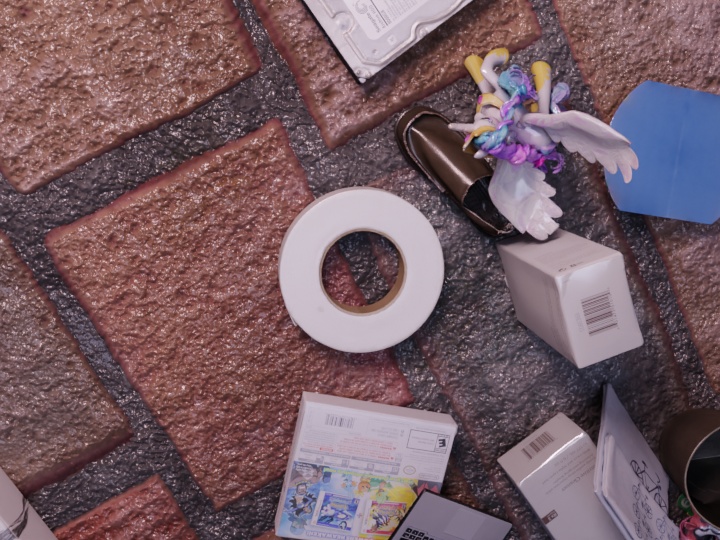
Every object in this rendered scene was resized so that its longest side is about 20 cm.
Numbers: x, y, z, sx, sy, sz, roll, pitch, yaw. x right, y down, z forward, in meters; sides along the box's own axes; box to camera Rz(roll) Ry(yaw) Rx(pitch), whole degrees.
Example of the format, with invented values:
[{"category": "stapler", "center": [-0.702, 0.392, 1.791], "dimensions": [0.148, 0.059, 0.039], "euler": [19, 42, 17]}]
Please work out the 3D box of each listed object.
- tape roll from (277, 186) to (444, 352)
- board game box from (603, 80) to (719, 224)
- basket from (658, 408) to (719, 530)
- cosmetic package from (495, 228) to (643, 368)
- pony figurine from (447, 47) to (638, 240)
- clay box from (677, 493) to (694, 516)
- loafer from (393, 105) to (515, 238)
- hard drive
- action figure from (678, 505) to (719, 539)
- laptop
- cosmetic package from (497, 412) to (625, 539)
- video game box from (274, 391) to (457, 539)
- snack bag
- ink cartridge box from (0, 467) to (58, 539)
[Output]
[{"category": "tape roll", "center": [0.000, 0.000, 0.977], "dimensions": [0.202, 0.037, 0.204], "euler": [-2, 102, -8]}, {"category": "board game box", "center": [0.383, -0.145, 1.006], "dimensions": [0.199, 0.039, 0.159], "euler": [7, 95, -15]}, {"category": "basket", "center": [0.453, 0.236, 0.997], "dimensions": [0.180, 0.200, 0.137], "euler": [-10, 85, 1]}, {"category": "cosmetic package", "center": [0.234, 0.022, 0.934], "dimensions": [0.081, 0.200, 0.113], "euler": [-19, 106, -3]}, {"category": "pony figurine", "center": [0.185, -0.151, 0.894], "dimensions": [0.193, 0.200, 0.167], "euler": [31, 132, -14]}, {"category": "clay box", "center": [0.547, 0.340, 1.123], "dimensions": [0.200, 0.048, 0.115], "euler": [36, 94, -14]}, {"category": "loafer", "center": [0.123, -0.117, 0.954], "dimensions": [0.200, 0.071, 0.073], "euler": [42, 93, -14]}, {"category": "hard drive", "center": [0.039, -0.326, 0.917], "dimensions": [0.200, 0.038, 0.140], "euler": [-36, 104, 1]}, {"category": "action figure", "center": [0.469, 0.370, 1.060], "dimensions": [0.134, 0.149, 0.200], "euler": [-35, 108, -3]}, {"category": "laptop", "center": [0.112, 0.405, 1.005], "dimensions": [0.187, 0.116, 0.200], "euler": [30, 96, -37]}, {"category": "cosmetic package", "center": [0.282, 0.301, 1.051], "dimensions": [0.113, 0.081, 0.200], "euler": [-38, 103, -1]}, {"category": "video game box", "center": [0.006, 0.258, 1.026], "dimensions": [0.199, 0.047, 0.183], "euler": [11, 98, -11]}, {"category": "snack bag", "center": [0.350, 0.269, 1.016], "dimensions": [0.021, 0.200, 0.189], "euler": [-26, 110, 32]}, {"category": "ink cartridge box", "center": [-0.452, 0.337, 0.954], "dimensions": [0.146, 0.084, 0.200], "euler": [-31, 104, -2]}]
